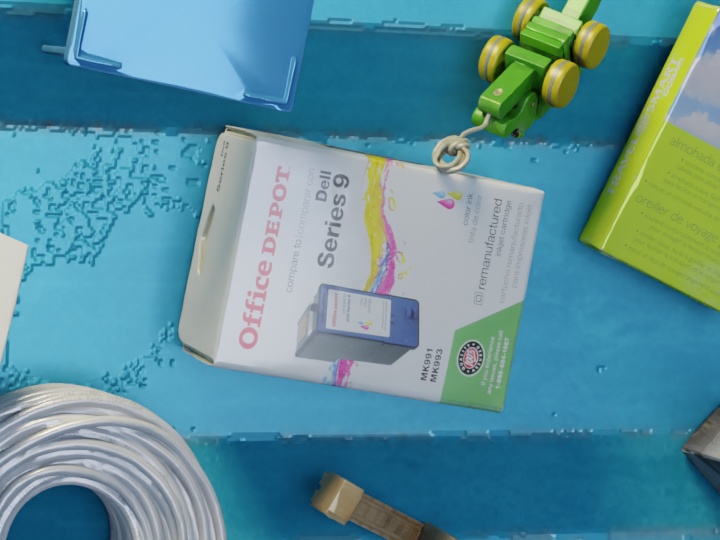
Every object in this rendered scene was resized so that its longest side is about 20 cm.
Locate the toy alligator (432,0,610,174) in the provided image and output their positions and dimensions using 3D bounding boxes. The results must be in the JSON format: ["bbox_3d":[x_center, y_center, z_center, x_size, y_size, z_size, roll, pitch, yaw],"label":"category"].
[{"bbox_3d":[0.104,-0.113,1.600,0.200,0.059,0.054,-51,151,-30],"label":"toy alligator"}]

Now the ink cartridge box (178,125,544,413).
[{"bbox_3d":[0.000,0.000,1.573,0.198,0.087,0.147,11,93,-19],"label":"ink cartridge box"}]

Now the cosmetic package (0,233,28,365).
[{"bbox_3d":[-0.267,0.055,1.427,0.112,0.081,0.201,23,45,-20],"label":"cosmetic package"}]

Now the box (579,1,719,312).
[{"bbox_3d":[0.242,-0.082,1.661,0.121,0.048,0.201,25,94,-20],"label":"box"}]

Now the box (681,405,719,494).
[{"bbox_3d":[0.322,0.180,1.670,0.048,0.158,0.200,-46,109,-11],"label":"box"}]

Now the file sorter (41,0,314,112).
[{"bbox_3d":[-0.102,-0.208,1.494,0.138,0.123,0.202,11,92,-20],"label":"file sorter"}]

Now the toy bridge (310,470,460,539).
[{"bbox_3d":[0.053,0.182,1.621,0.199,0.067,0.027,29,86,-22],"label":"toy bridge"}]

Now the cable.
[{"bbox_3d":[-0.184,0.171,1.535,0.200,0.069,0.200,44,80,-19],"label":"cable"}]
